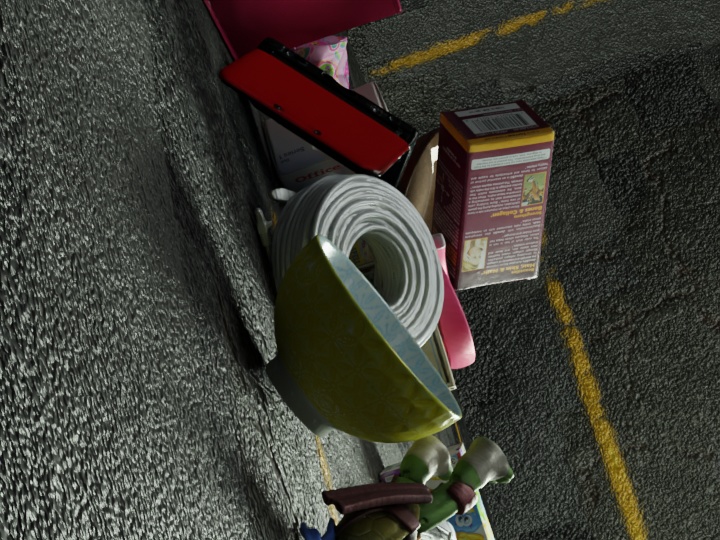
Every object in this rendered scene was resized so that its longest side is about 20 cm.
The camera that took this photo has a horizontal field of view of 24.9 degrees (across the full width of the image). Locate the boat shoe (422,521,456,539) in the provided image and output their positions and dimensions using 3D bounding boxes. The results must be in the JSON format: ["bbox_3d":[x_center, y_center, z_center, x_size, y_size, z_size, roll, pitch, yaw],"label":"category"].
[{"bbox_3d":[0.066,0.301,1.770,0.199,0.074,0.068,63,6,-58],"label":"boat shoe"}]

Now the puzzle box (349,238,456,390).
[{"bbox_3d":[0.012,0.050,1.728,0.025,0.133,0.200,63,9,-77],"label":"puzzle box"}]

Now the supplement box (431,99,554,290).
[{"bbox_3d":[0.151,-0.087,1.896,0.086,0.110,0.200,-124,-150,-51],"label":"supplement box"}]

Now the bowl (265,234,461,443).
[{"bbox_3d":[-0.015,0.079,1.388,0.200,0.108,0.200,50,5,-7],"label":"bowl"}]

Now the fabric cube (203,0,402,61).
[{"bbox_3d":[-0.087,-0.381,1.796,0.196,0.199,0.200,62,12,-59],"label":"fabric cube"}]

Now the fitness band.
[{"bbox_3d":[0.095,0.036,1.814,0.200,0.037,0.144,68,4,-80],"label":"fitness band"}]

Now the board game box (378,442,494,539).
[{"bbox_3d":[0.105,0.321,1.959,0.105,0.103,0.200,6,67,-84],"label":"board game box"}]

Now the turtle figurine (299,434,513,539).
[{"bbox_3d":[0.049,0.238,1.350,0.200,0.194,0.144,42,-37,1],"label":"turtle figurine"}]

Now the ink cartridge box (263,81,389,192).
[{"bbox_3d":[-0.017,-0.126,1.950,0.200,0.146,0.084,63,9,-64],"label":"ink cartridge box"}]

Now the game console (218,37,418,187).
[{"bbox_3d":[-0.053,-0.147,1.744,0.200,0.119,0.172,33,-30,6],"label":"game console"}]

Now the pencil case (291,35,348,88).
[{"bbox_3d":[-0.048,-0.202,2.083,0.087,0.087,0.200,-83,165,-78],"label":"pencil case"}]

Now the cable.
[{"bbox_3d":[0.000,0.000,1.631,0.200,0.069,0.200,-14,89,-45],"label":"cable"}]

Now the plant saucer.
[{"bbox_3d":[0.066,-0.078,1.924,0.200,0.037,0.201,17,90,-71],"label":"plant saucer"}]
